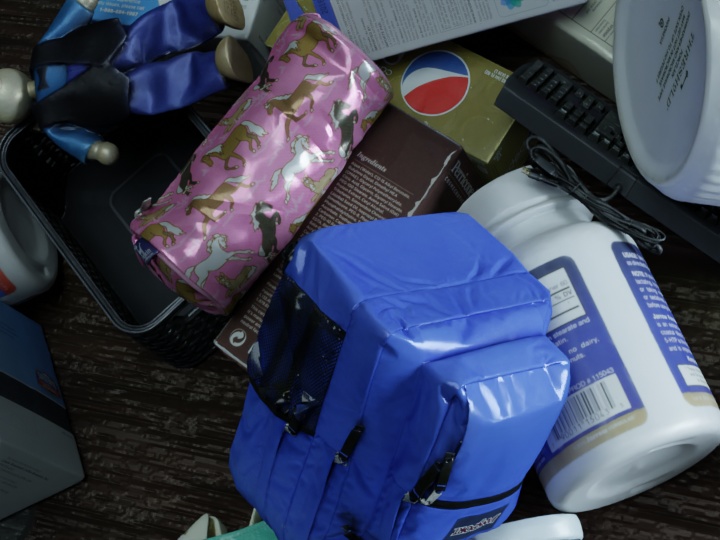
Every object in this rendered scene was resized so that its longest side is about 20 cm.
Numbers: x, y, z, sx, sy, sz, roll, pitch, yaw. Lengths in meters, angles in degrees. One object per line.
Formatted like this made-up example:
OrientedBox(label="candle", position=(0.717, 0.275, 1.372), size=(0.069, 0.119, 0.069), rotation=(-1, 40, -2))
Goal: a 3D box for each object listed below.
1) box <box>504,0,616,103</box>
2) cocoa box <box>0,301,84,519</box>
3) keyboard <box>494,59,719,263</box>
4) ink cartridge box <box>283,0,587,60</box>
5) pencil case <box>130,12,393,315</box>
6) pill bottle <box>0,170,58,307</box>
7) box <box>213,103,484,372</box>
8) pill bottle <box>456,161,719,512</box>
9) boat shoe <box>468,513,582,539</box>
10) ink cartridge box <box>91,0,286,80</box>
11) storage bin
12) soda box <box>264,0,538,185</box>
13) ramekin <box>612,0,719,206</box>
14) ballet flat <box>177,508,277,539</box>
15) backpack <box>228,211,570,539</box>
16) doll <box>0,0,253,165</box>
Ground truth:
OrientedBox(label="box", position=(0.137, -0.213, 1.059), size=(0.200, 0.078, 0.095), rotation=(41, 86, 24))
OrientedBox(label="cocoa box", position=(-0.300, 0.090, 1.017), size=(0.132, 0.200, 0.132), rotation=(-25, 66, 7))
OrientedBox(label="keyboard", position=(0.173, -0.063, 0.963), size=(0.199, 0.021, 0.127), rotation=(35, 40, 7))
OrientedBox(label="ink cartridge box", position=(0.041, -0.211, 0.993), size=(0.198, 0.120, 0.042), rotation=(-14, 26, 17))
OrientedBox(label="pencil case", position=(-0.064, -0.070, 0.970), size=(0.201, 0.086, 0.083), rotation=(-52, 29, -9))
OrientedBox(label="pill bottle", position=(-0.335, 0.000, 1.105), size=(0.198, 0.112, 0.113), rotation=(-23, 67, 8))
OrientedBox(label="box", position=(0.000, 0.000, 1.014), size=(0.075, 0.100, 0.201), rotation=(31, 83, 27))
OrientedBox(label="pill bottle", position=(0.137, 0.039, 0.951), size=(0.119, 0.120, 0.201), rotation=(-25, 67, 7))
OrientedBox(label="boat shoe", position=(0.058, 0.225, 0.942), size=(0.199, 0.071, 0.092), rotation=(-24, 68, 15))
OrientedBox(label="ink cartridge box", position=(-0.109, -0.255, 1.143), size=(0.145, 0.086, 0.202), rotation=(10, 76, 19))
OrientedBox(label="storage bin", position=(-0.150, -0.047, 1.079), size=(0.135, 0.094, 0.200), rotation=(-41, 67, -1))
OrientedBox(label="soda box", position=(0.032, -0.134, 1.071), size=(0.199, 0.064, 0.068), rotation=(30, 81, 23))
OrientedBox(label="ramekin", position=(0.222, -0.132, 0.904), size=(0.093, 0.203, 0.204), rotation=(-3, 69, -10))
OrientedBox(label="ballet flat", position=(-0.076, 0.191, 0.999), size=(0.198, 0.068, 0.071), rotation=(-17, 45, 9))
OrientedBox(label="backpack", position=(0.015, 0.090, 0.884), size=(0.168, 0.161, 0.201), rotation=(50, 129, 37))
OrientedBox(label="doll", position=(-0.175, -0.143, 1.042), size=(0.198, 0.048, 0.138), rotation=(-14, 77, 18))
